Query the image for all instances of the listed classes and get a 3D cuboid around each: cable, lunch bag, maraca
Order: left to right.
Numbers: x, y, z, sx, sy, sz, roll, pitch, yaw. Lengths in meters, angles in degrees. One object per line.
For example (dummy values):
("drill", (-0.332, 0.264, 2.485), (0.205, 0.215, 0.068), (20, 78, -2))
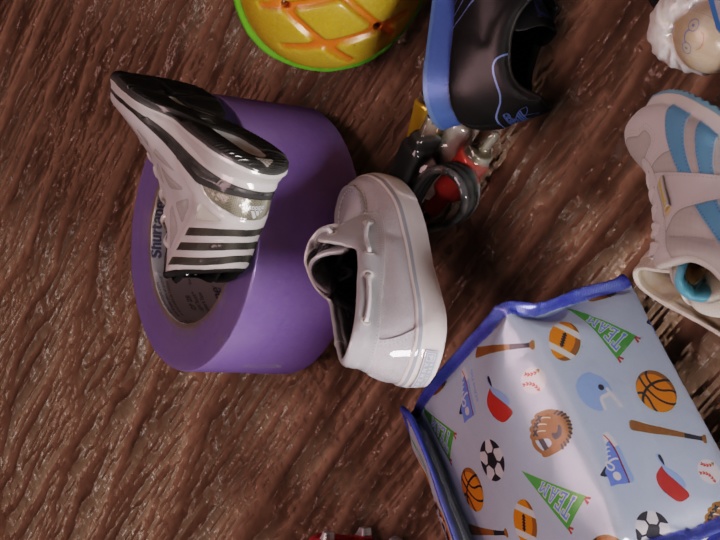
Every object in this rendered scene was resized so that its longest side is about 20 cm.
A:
("maraca", (-0.013, -0.224, 1.056), (0.107, 0.137, 0.200), (-106, 29, -55))
("cable", (0.039, -0.034, 1.081), (0.097, 0.050, 0.200), (55, 139, 34))
("lunch bag", (0.107, 0.128, 0.948), (0.200, 0.124, 0.170), (-53, 53, 51))

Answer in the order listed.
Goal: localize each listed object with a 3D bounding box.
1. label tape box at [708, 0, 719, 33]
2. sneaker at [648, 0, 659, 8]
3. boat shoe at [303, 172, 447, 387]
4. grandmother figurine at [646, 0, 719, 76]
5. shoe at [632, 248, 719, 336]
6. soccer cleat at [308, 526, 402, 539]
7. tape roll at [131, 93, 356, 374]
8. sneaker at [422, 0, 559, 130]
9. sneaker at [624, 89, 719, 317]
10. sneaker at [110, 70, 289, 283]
("label tape box", (0.281, -0.143, 0.722), (0.200, 0.066, 0.143), (-35, 56, -4))
("sneaker", (0.224, -0.203, 0.858), (0.200, 0.077, 0.082), (-25, 100, 46))
("boat shoe", (0.000, 0.000, 0.993), (0.200, 0.068, 0.072), (-101, 29, -48))
("grandmother figurine", (0.231, -0.102, 0.804), (0.200, 0.061, 0.121), (31, 105, 40))
("shoe", (0.227, 0.033, 0.843), (0.200, 0.053, 0.070), (39, 148, 44))
("soccer cleat", (0.029, 0.242, 1.074), (0.200, 0.069, 0.085), (26, 106, 39))
("tape roll", (-0.087, -0.025, 1.152), (0.200, 0.085, 0.200), (-7, 81, 56))
("sneaker", (0.087, -0.187, 1.003), (0.078, 0.070, 0.200), (-1, 84, 25))
("sneaker", (0.180, -0.030, 0.821), (0.081, 0.077, 0.200), (-44, 29, 6))
("sneaker", (-0.129, -0.058, 1.074), (0.200, 0.076, 0.115), (40, 117, 48))
